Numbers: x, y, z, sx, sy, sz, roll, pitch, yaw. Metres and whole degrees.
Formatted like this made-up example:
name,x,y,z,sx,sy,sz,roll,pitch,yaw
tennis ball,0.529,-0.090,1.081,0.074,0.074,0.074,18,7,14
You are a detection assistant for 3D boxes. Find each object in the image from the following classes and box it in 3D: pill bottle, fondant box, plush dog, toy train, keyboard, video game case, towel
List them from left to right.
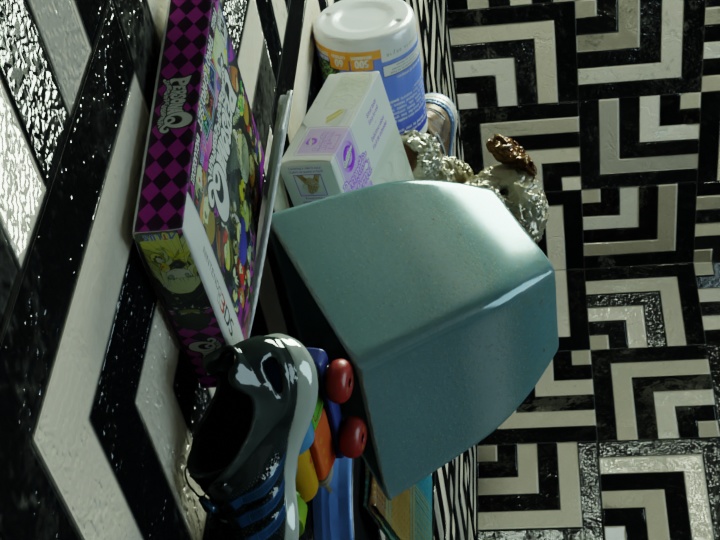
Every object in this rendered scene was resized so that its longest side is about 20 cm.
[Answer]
name,x,y,z,sx,sy,sz,roll,pitch,yaw
video game case,-0.101,-0.053,0.899,0.181,0.036,0.200,78,11,-54
keyboard,-0.069,-0.035,0.999,0.056,0.011,0.200,-91,-169,-50
toy train,-0.047,0.161,1.065,0.200,0.085,0.116,79,22,-45
fondant box,-0.001,-0.070,1.323,0.144,0.058,0.200,-65,145,-42
pill bottle,0.016,-0.192,1.507,0.112,0.112,0.200,-83,167,-52
towel,0.041,0.234,1.466,0.200,0.022,0.147,60,25,-49
plush dog,0.121,-0.057,1.494,0.160,0.171,0.200,-12,98,-76

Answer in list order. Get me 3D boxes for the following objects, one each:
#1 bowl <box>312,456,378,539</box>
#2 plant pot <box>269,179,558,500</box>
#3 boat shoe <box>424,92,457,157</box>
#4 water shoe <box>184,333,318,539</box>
name,x,y,z,sx,sy,sz,roll,pitch,yaw
bowl,-0.012,0.242,1.396,0.201,0.039,0.201,-3,90,-82
plant pot,0.059,0.035,1.177,0.196,0.200,0.196,56,-14,40
boat shoe,0.076,-0.113,1.640,0.072,0.072,0.200,-57,150,-46
water shoe,-0.085,0.137,0.890,0.079,0.071,0.200,-3,106,-42
